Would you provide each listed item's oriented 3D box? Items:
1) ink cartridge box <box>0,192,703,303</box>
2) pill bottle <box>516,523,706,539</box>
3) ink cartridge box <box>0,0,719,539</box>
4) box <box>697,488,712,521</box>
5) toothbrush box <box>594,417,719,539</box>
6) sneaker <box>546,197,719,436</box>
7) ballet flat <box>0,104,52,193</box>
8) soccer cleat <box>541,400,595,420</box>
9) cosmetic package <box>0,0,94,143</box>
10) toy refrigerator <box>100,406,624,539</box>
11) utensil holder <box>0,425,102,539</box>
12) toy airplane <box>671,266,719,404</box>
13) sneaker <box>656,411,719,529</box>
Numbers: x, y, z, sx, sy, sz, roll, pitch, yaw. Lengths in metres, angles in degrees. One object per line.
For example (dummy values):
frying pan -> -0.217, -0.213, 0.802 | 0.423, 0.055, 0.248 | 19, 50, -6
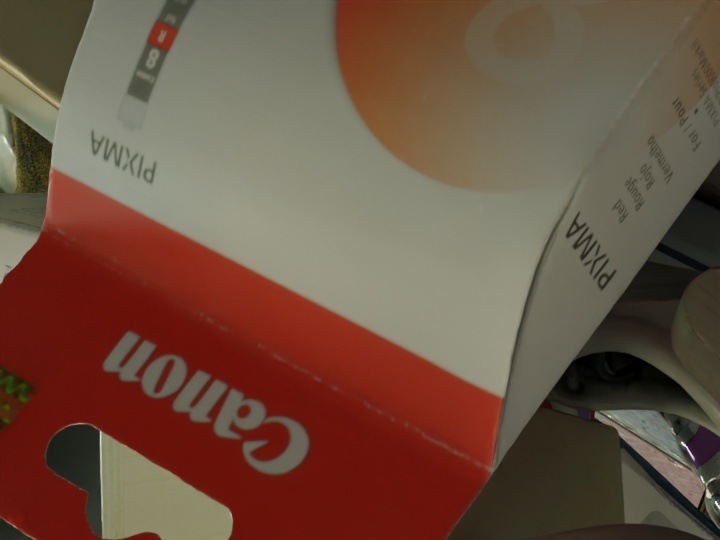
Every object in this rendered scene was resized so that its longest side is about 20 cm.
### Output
ink cartridge box -> -0.007, 0.012, 0.721 | 0.161, 0.050, 0.200 | -3, -166, -44
pill bottle -> 0.058, 0.124, 0.648 | 0.114, 0.114, 0.200 | 28, -164, 31
ink cartridge box -> -0.016, -0.020, 0.594 | 0.162, 0.200, 0.050 | 26, 160, 38
box -> 0.139, 0.170, 0.963 | 0.044, 0.200, 0.160 | 23, 169, -4
toothbrush box -> 0.063, 0.130, 0.980 | 0.085, 0.146, 0.200 | 44, 179, -5
sneaker -> 0.067, 0.002, 0.797 | 0.200, 0.071, 0.073 | 26, 167, 39
ballet flat -> -0.144, -0.088, 0.848 | 0.071, 0.071, 0.200 | 125, 122, -80
soccer cleat -> 0.000, 0.000, 0.885 | 0.200, 0.067, 0.076 | 38, 159, 19
cosmetic package -> -0.110, -0.120, 0.711 | 0.200, 0.104, 0.073 | 37, 171, -15
toy refrigerator -> 0.008, 0.073, 0.739 | 0.076, 0.070, 0.200 | -8, 168, 25
utensil holder -> -0.176, 0.047, 0.940 | 0.170, 0.170, 0.200 | 41, -176, -31
toy airplane -> 0.178, 0.078, 0.607 | 0.200, 0.141, 0.199 | 24, -155, -15
sneaker -> 0.124, 0.088, 0.806 | 0.200, 0.140, 0.078 | 24, 167, 43
